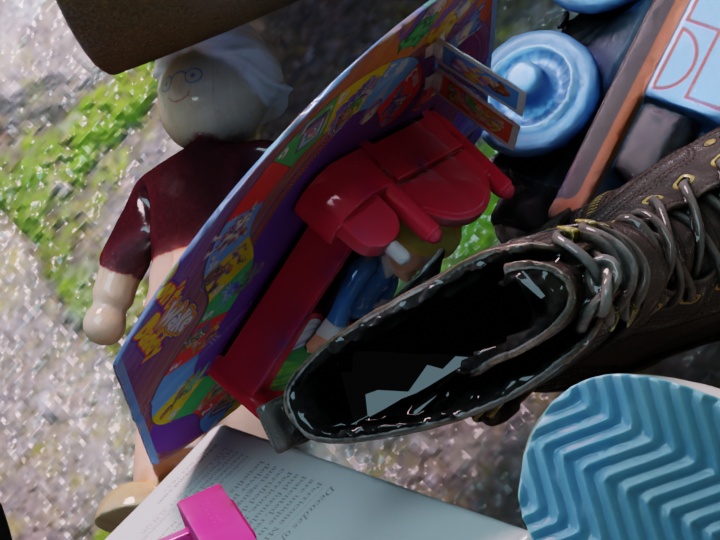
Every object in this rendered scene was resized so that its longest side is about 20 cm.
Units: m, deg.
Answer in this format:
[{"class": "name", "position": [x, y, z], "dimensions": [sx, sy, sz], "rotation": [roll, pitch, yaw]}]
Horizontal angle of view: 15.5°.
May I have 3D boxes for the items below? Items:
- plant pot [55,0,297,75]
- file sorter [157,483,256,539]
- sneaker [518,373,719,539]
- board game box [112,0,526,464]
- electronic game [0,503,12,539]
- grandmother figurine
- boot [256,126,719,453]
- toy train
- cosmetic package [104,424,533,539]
[{"class": "plant pot", "position": [-0.015, -0.183, 0.933], "dimensions": [0.199, 0.187, 0.187], "rotation": [-13, 58, 6]}, {"class": "file sorter", "position": [-0.044, 0.185, 0.647], "dimensions": [0.125, 0.201, 0.139], "rotation": [-22, 21, -10]}, {"class": "sneaker", "position": [0.136, 0.082, 0.696], "dimensions": [0.199, 0.081, 0.077], "rotation": [29, 92, 3]}, {"class": "board game box", "position": [0.000, 0.000, 0.789], "dimensions": [0.039, 0.200, 0.158], "rotation": [41, 77, 13]}, {"class": "electronic game", "position": [-0.172, 0.118, 0.887], "dimensions": [0.041, 0.200, 0.201], "rotation": [-8, 62, 24]}, {"class": "grandmother figurine", "position": [-0.053, -0.006, 0.972], "dimensions": [0.121, 0.061, 0.201], "rotation": [-10, 63, 18]}, {"class": "boot", "position": [0.083, -0.001, 0.748], "dimensions": [0.200, 0.174, 0.069], "rotation": [-29, 84, 19]}, {"class": "toy train", "position": [0.119, -0.084, 0.889], "dimensions": [0.114, 0.087, 0.201], "rotation": [21, 78, 32]}, {"class": "cosmetic package", "position": [0.004, 0.117, 0.790], "dimensions": [0.071, 0.102, 0.200], "rotation": [-45, 24, -16]}]
